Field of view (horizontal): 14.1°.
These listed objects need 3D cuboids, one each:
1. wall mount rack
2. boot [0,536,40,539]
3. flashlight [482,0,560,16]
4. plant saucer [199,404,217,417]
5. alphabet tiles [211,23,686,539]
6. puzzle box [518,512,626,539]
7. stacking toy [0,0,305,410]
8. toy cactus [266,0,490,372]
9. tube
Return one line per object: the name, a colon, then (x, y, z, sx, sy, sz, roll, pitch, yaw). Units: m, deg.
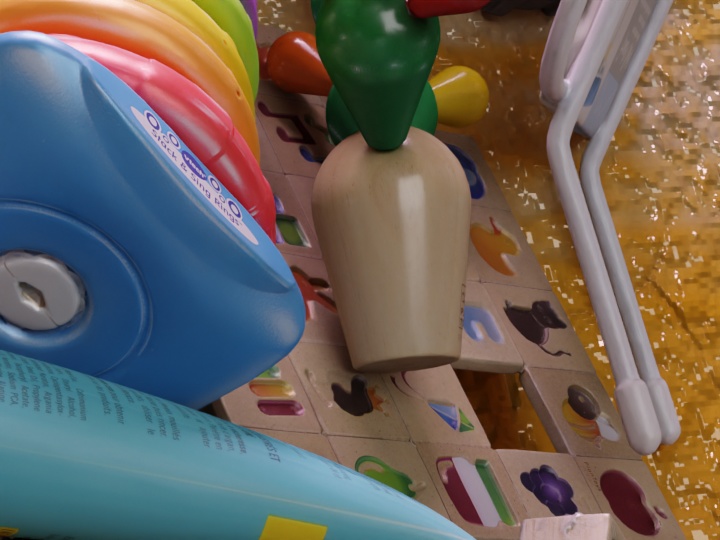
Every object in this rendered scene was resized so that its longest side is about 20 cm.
wall mount rack: (0.093, -0.038, 0.897, 0.074, 0.200, 0.175, 22, 92, 10)
boot: (-0.040, 0.098, 0.756, 0.154, 0.074, 0.203, 42, 36, 13)
flashlight: (0.092, -0.149, 0.919, 0.068, 0.200, 0.068, -33, 87, -35)
plant saucer: (-0.043, 0.081, 0.839, 0.199, 0.050, 0.201, 11, 65, -24)
alphabet tiles: (0.000, 0.000, 0.869, 0.167, 0.008, 0.201, 8, 45, -43)
puzzle box: (0.061, 0.178, 0.722, 0.133, 0.025, 0.201, 57, 34, -46)
stacking toy: (-0.066, -0.056, 0.790, 0.116, 0.109, 0.200, 47, 32, -25)
toy cactus: (0.013, -0.055, 0.837, 0.102, 0.200, 0.166, -4, 81, -11)
tube: (-0.066, 0.045, 0.706, 0.199, 0.077, 0.051, 12, 100, -25)
